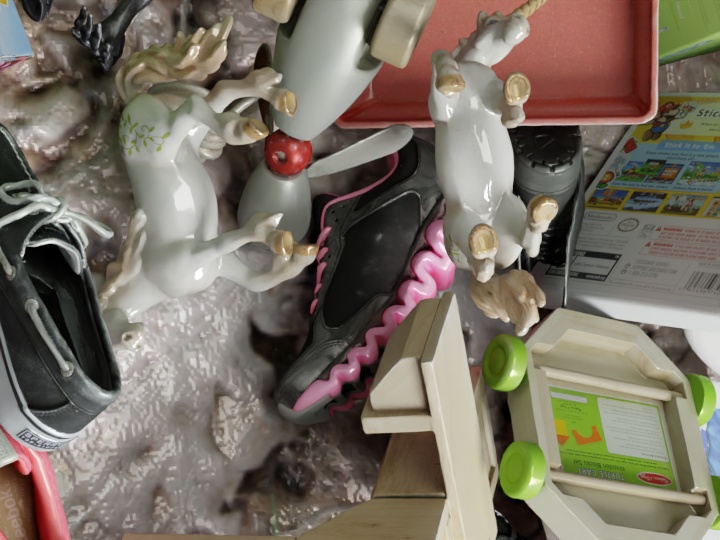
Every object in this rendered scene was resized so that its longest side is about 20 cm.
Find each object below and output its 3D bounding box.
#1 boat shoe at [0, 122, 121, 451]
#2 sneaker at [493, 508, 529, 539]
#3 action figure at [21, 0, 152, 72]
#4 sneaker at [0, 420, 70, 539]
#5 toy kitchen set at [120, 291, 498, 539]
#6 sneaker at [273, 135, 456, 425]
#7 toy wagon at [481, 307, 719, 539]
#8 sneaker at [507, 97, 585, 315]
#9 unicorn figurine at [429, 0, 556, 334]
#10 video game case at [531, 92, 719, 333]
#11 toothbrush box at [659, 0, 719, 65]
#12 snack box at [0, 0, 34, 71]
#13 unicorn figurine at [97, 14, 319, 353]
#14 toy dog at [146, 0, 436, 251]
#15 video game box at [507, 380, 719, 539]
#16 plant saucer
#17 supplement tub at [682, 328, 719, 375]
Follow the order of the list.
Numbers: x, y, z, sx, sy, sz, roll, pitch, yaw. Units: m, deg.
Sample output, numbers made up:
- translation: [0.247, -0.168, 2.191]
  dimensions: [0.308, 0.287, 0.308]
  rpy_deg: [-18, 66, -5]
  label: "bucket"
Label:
- translation: [-0.170, -0.010, 0.854]
  dimensions: [0.073, 0.068, 0.200]
  rpy_deg: [18, 45, -47]
  label: "boat shoe"
- translation: [0.095, 0.188, 1.006]
  dimensions: [0.200, 0.070, 0.100]
  rpy_deg: [-9, 85, -29]
  label: "sneaker"
- translation: [-0.095, -0.200, 0.939]
  dimensions: [0.119, 0.102, 0.200]
  rpy_deg: [47, 66, -2]
  label: "action figure"
- translation: [-0.195, 0.076, 0.855]
  dimensions: [0.074, 0.087, 0.201]
  rpy_deg: [-28, 96, -25]
  label: "sneaker"
- translation: [-0.029, 0.107, 0.919]
  dimensions: [0.200, 0.180, 0.164]
  rpy_deg: [-66, 150, -57]
  label: "toy kitchen set"
- translation: [0.000, 0.000, 0.990]
  dimensions: [0.095, 0.079, 0.200]
  rpy_deg: [34, 70, 9]
  label: "sneaker"
- translation: [0.148, 0.117, 0.965]
  dimensions: [0.155, 0.040, 0.201]
  rpy_deg: [13, 54, -28]
  label: "toy wagon"
- translation: [0.112, -0.072, 1.052]
  dimensions: [0.060, 0.104, 0.200]
  rpy_deg: [-1, 46, 3]
  label: "sneaker"
- translation: [0.067, -0.071, 0.890]
  dimensions: [0.074, 0.137, 0.201]
  rpy_deg: [8, 90, -3]
  label: "unicorn figurine"
- translation: [0.220, -0.040, 1.030]
  dimensions: [0.182, 0.200, 0.023]
  rpy_deg: [-54, 125, -23]
  label: "video game case"
- translation: [0.252, -0.196, 1.065]
  dimensions: [0.145, 0.200, 0.086]
  rpy_deg: [-17, 92, -28]
  label: "toothbrush box"
- translation: [-0.272, -0.142, 0.782]
  dimensions: [0.068, 0.200, 0.169]
  rpy_deg: [-27, 98, -62]
  label: "snack box"
- translation: [-0.097, -0.028, 0.903]
  dimensions: [0.074, 0.137, 0.201]
  rpy_deg: [19, 68, -63]
  label: "unicorn figurine"
- translation: [-0.022, -0.113, 0.939]
  dimensions: [0.132, 0.200, 0.096]
  rpy_deg: [42, 38, -7]
  label: "toy dog"
- translation: [0.196, 0.160, 1.027]
  dimensions: [0.182, 0.047, 0.200]
  rpy_deg: [3, 57, -31]
  label: "video game box"
- translation: [0.082, -0.185, 0.998]
  dimensions: [0.037, 0.199, 0.200]
  rpy_deg: [-1, 91, -71]
  label: "plant saucer"
- translation: [0.302, -0.027, 1.089]
  dimensions: [0.145, 0.145, 0.200]
  rpy_deg: [39, 54, -18]
  label: "supplement tub"
